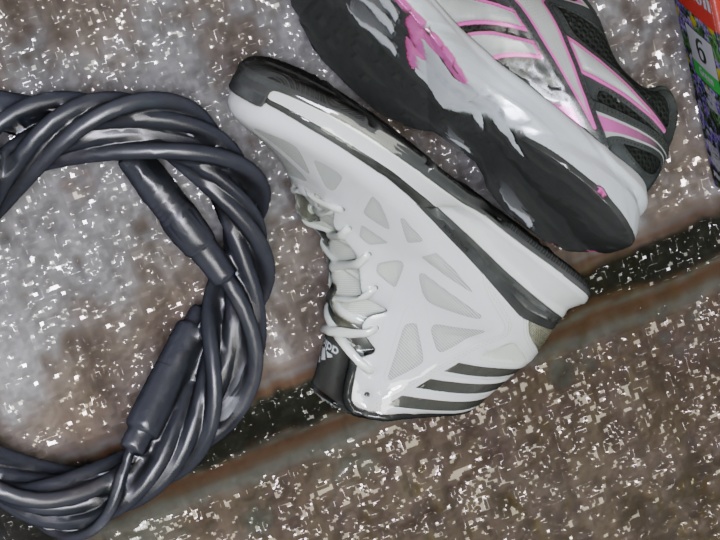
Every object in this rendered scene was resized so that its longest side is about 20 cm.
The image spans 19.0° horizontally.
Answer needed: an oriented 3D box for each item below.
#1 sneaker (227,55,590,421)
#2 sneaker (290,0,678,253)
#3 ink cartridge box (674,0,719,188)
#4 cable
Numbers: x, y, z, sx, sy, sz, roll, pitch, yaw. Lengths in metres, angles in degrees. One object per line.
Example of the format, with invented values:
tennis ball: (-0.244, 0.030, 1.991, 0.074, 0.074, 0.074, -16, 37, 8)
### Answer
sneaker: (0.000, 0.000, 0.936, 0.200, 0.076, 0.116, 36, 95, -28)
sneaker: (0.056, -0.098, 0.938, 0.200, 0.080, 0.086, 43, 62, -13)
ink cartridge box: (0.195, -0.127, 0.943, 0.109, 0.050, 0.201, -24, 125, -6)
cable: (-0.118, 0.020, 0.940, 0.162, 0.051, 0.201, -2, 102, -18)
